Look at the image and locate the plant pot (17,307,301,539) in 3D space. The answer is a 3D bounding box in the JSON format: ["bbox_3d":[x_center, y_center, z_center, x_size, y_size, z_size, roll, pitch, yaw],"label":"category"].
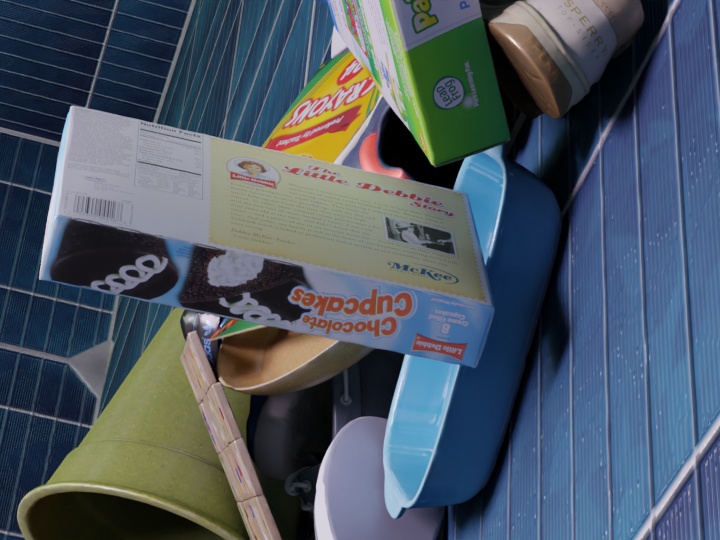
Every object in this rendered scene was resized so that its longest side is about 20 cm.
[{"bbox_3d":[-0.107,0.124,1.488,0.200,0.200,0.190,121,172,-59],"label":"plant pot"}]

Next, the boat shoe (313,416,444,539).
[{"bbox_3d":[0.002,0.161,1.090,0.200,0.069,0.057,-90,22,-46],"label":"boat shoe"}]

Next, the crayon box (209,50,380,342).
[{"bbox_3d":[-0.020,-0.054,1.250,0.127,0.051,0.200,-17,34,53],"label":"crayon box"}]

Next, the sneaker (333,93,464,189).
[{"bbox_3d":[0.050,-0.097,1.169,0.085,0.075,0.200,-27,34,54],"label":"sneaker"}]

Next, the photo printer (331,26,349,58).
[{"bbox_3d":[0.044,-0.211,1.366,0.200,0.069,0.166,162,123,-78],"label":"photo printer"}]

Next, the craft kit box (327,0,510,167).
[{"bbox_3d":[0.005,-0.178,1.030,0.198,0.048,0.200,-114,7,-60],"label":"craft kit box"}]

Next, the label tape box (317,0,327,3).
[{"bbox_3d":[-0.009,-0.285,1.381,0.143,0.066,0.200,160,124,-77],"label":"label tape box"}]

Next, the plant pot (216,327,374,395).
[{"bbox_3d":[0.000,0.000,1.219,0.200,0.027,0.200,-39,20,17],"label":"plant pot"}]

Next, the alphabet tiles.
[{"bbox_3d":[-0.072,0.120,1.276,0.200,0.008,0.167,131,118,-81],"label":"alphabet tiles"}]

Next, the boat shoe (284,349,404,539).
[{"bbox_3d":[-0.013,0.118,1.253,0.073,0.062,0.200,180,104,-80],"label":"boat shoe"}]

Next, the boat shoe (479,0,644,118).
[{"bbox_3d":[0.090,-0.118,1.034,0.065,0.072,0.200,-38,10,1],"label":"boat shoe"}]

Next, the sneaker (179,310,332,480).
[{"bbox_3d":[-0.065,0.061,1.333,0.200,0.111,0.077,-64,-26,-56],"label":"sneaker"}]

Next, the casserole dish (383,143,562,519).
[{"bbox_3d":[0.056,0.030,1.066,0.121,0.039,0.200,-125,51,-77],"label":"casserole dish"}]

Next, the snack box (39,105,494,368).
[{"bbox_3d":[-0.043,-0.017,0.992,0.116,0.200,0.037,-96,21,-61],"label":"snack box"}]
